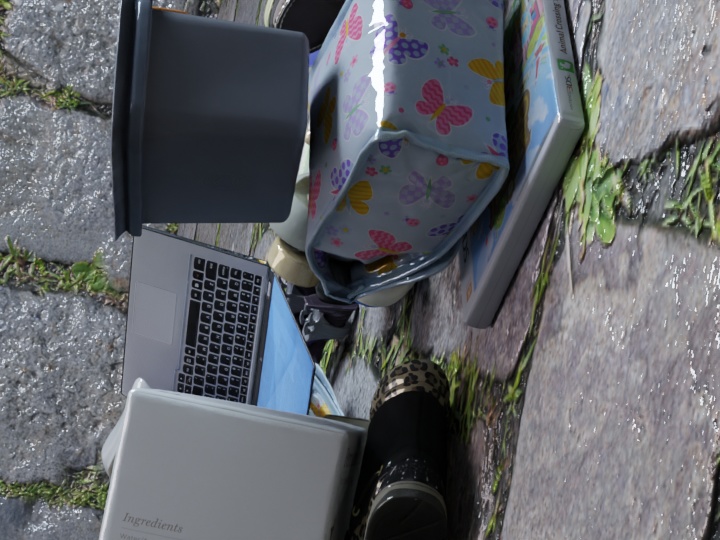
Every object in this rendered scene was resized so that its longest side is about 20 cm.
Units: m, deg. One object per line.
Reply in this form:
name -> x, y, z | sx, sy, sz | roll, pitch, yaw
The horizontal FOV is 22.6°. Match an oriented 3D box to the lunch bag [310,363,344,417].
lunch bag -> -0.111, 0.152, 1.696 | 0.127, 0.199, 0.170 | -46, -13, -46

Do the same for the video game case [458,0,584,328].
video game case -> 0.106, -0.091, 1.281 | 0.183, 0.022, 0.201 | -92, 17, -45

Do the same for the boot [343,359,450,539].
boot -> 0.025, 0.181, 1.334 | 0.154, 0.073, 0.204 | -83, 7, -48

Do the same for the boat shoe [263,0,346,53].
boat shoe -> 0.008, -0.229, 1.320 | 0.200, 0.073, 0.065 | -44, 29, 15

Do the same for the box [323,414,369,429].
box -> -0.024, 0.201, 1.527 | 0.200, 0.068, 0.083 | 119, 157, -55

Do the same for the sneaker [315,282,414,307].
sneaker -> 0.001, 0.000, 1.550 | 0.201, 0.076, 0.112 | -91, 22, -57

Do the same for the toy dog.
toy dog -> -0.051, -0.071, 1.503 | 0.132, 0.096, 0.200 | -59, 11, 7

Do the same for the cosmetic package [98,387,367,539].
cosmetic package -> -0.098, 0.201, 1.341 | 0.167, 0.165, 0.202 | 38, -118, -83

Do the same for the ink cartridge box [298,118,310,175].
ink cartridge box -> -0.011, -0.145, 1.680 | 0.145, 0.048, 0.202 | -24, -53, -75

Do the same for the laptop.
laptop -> -0.124, 0.091, 1.511 | 0.116, 0.198, 0.188 | -61, -15, -53

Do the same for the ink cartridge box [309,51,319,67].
ink cartridge box -> 0.023, -0.243, 1.474 | 0.199, 0.047, 0.198 | -37, 11, -7

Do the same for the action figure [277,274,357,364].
action figure -> -0.062, 0.089, 1.793 | 0.130, 0.069, 0.201 | -120, 34, -45

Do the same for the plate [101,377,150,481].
plate -> -0.164, 0.211, 1.616 | 0.032, 0.200, 0.200 | -36, -9, -27

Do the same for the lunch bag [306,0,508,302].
lunch bag -> 0.025, -0.095, 1.299 | 0.200, 0.126, 0.171 | 127, 150, -49

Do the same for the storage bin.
storage bin -> -0.109, -0.113, 1.300 | 0.200, 0.133, 0.147 | 109, 163, -66
